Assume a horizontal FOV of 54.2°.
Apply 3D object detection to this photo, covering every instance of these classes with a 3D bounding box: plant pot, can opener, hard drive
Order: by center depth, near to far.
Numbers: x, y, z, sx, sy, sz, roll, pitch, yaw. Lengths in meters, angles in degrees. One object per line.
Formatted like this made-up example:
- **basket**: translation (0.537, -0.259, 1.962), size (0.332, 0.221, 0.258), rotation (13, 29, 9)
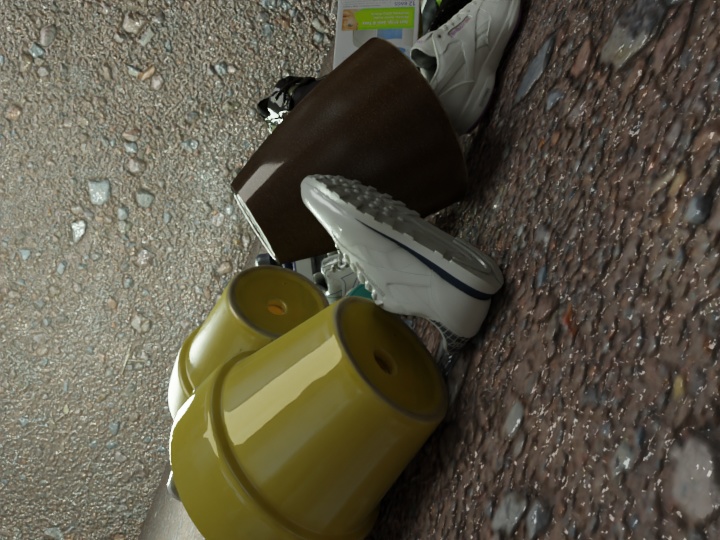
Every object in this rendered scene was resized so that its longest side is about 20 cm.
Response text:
- **plant pot**: translation (-0.033, 0.130, 0.610), size (0.189, 0.200, 0.202), rotation (-45, 23, 25)
- **plant pot**: translation (-0.024, -0.098, 0.713), size (0.199, 0.188, 0.187), rotation (-34, 11, -8)
- **plant pot**: translation (-0.126, 0.106, 0.878), size (0.202, 0.198, 0.190), rotation (-87, 17, -52)
- **hard drive**: translation (-0.071, -0.023, 1.030), size (0.200, 0.025, 0.134), rotation (46, -144, -82)
- **can opener**: translation (-0.115, -0.034, 1.074), size (0.200, 0.066, 0.054), rotation (-65, -33, -81)

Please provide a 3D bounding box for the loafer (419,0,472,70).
- **loafer**: translation (0.129, -0.313, 0.876), size (0.071, 0.072, 0.202), rotation (153, 142, -84)

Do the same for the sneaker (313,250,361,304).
- **sneaker**: translation (0.000, 0.000, 0.853), size (0.200, 0.086, 0.075), rotation (-49, 22, 51)

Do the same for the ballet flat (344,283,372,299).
- **ballet flat**: translation (-0.015, 0.112, 0.802), size (0.072, 0.071, 0.203), rotation (161, 129, -72)

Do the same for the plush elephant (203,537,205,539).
- **plush elephant**: translation (-0.121, 0.349, 0.727), size (0.198, 0.167, 0.154), rotation (9, 35, 44)

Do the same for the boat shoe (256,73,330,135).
- **boat shoe**: translation (-0.082, -0.200, 0.853), size (0.074, 0.065, 0.199), rotation (-53, 19, -20)

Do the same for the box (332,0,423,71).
- **box**: translation (0.025, -0.236, 0.910), size (0.101, 0.111, 0.203), rotation (61, -148, -71)

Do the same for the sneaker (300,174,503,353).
- **sneaker**: translation (0.021, -0.012, 0.598), size (0.076, 0.199, 0.081), rotation (-23, -36, -56)

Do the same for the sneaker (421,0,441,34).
- **sneaker**: translation (0.114, -0.336, 0.995), size (0.200, 0.071, 0.084), rotation (134, 128, -57)

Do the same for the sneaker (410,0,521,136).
- **sneaker**: translation (0.113, -0.254, 0.764), size (0.075, 0.098, 0.203), rotation (151, 139, -72)

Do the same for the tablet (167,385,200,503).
- **tablet**: translation (-0.085, 0.201, 0.664), size (0.014, 0.199, 0.131), rotation (-43, 24, 24)

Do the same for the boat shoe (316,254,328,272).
- **boat shoe**: translation (-0.021, -0.028, 1.041), size (0.061, 0.073, 0.200), rotation (-20, 19, 9)
